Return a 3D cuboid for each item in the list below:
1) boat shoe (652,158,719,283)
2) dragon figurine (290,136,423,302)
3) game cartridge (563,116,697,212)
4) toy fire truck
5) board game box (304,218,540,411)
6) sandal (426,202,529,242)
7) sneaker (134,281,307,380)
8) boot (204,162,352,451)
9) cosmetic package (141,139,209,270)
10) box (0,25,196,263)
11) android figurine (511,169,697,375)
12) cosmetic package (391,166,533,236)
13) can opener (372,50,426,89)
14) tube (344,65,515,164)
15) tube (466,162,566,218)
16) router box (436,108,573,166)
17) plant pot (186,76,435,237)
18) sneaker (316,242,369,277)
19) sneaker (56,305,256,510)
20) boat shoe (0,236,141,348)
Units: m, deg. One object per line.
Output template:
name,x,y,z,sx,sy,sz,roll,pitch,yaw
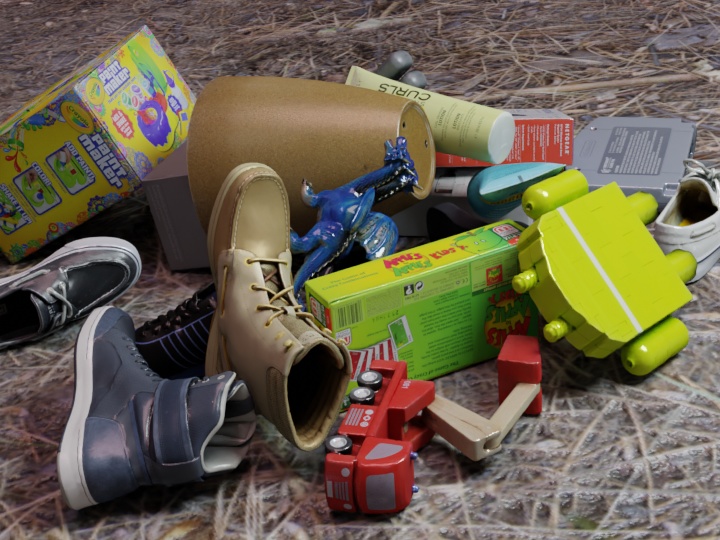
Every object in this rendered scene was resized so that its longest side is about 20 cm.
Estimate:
boat shoe,0.330,-0.068,1.329,0.074,0.087,0.201,14,33,34
dragon figurine,-0.007,-0.035,1.175,0.098,0.059,0.201,-8,42,28
game cartridge,0.289,-0.116,1.493,0.132,0.041,0.200,7,29,16
toy fire truck,0.061,0.116,1.058,0.139,0.049,0.200,4,28,15
board game box,0.055,0.035,1.160,0.198,0.103,0.048,-17,29,-22
sandal,0.112,-0.011,1.284,0.042,0.077,0.200,-20,19,-23
sneaker,-0.143,0.051,1.194,0.197,0.079,0.070,-7,26,-4
boot,-0.063,0.026,1.076,0.072,0.203,0.155,2,12,-30
cosmetic package,-0.138,-0.091,1.438,0.089,0.108,0.200,-4,23,26
box,-0.299,-0.137,1.469,0.191,0.123,0.200,-27,18,26
android figurine,0.201,0.000,1.149,0.199,0.183,0.041,-27,-10,-43
cosmetic package,0.081,-0.075,1.433,0.197,0.051,0.083,1,26,13
can opener,0.001,-0.157,1.471,0.066,0.200,0.053,-26,75,-48
tube,0.056,-0.149,1.364,0.198,0.052,0.058,18,42,34
tube,0.134,-0.078,1.268,0.077,0.051,0.200,-24,0,-2
router box,0.132,-0.145,1.494,0.177,0.050,0.200,0,9,2
plant pot,-0.035,-0.104,1.327,0.198,0.188,0.187,-4,25,24
sneaker,0.000,0.000,1.261,0.074,0.085,0.200,-9,26,-8
sneaker,-0.153,0.094,1.087,0.144,0.077,0.203,-14,39,7
boat shoe,-0.293,0.028,1.278,0.198,0.073,0.068,-17,26,-17
